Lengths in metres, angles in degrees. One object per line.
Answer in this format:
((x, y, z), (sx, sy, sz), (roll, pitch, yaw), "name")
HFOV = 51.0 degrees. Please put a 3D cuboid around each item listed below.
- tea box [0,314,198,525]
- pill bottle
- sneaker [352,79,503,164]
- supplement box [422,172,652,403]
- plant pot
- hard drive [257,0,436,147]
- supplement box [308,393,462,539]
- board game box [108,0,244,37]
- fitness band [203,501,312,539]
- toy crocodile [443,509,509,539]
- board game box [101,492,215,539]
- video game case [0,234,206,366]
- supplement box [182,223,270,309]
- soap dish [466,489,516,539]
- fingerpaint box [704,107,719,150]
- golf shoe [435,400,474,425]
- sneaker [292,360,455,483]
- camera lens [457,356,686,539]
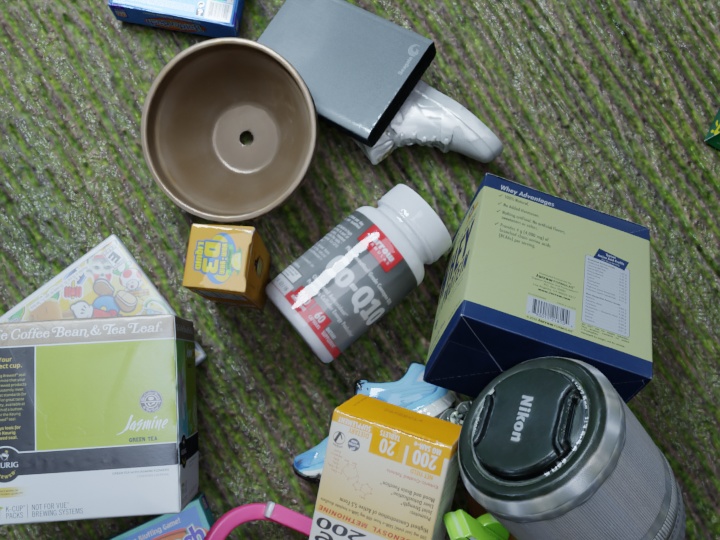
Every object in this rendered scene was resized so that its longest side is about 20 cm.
((-0.279, 0.149, 0.790), (0.198, 0.134, 0.198), (-2, 84, -4), "tea box")
((0.000, 0.000, 0.860), (0.200, 0.114, 0.114), (-41, 87, -7), "pill bottle")
((0.063, -0.161, 0.910), (0.199, 0.074, 0.116), (35, 83, 11), "sneaker")
((0.193, 0.035, 0.820), (0.199, 0.135, 0.201), (18, 52, -2), "supplement box")
((-0.141, -0.156, 0.870), (0.199, 0.093, 0.203), (0, 94, 7), "plant pot")
((-0.029, -0.247, 0.895), (0.199, 0.033, 0.140), (31, 82, 21), "hard drive")
((0.023, 0.243, 0.763), (0.125, 0.073, 0.202), (14, 99, 19), "supplement box")
((-0.209, -0.395, 0.921), (0.151, 0.045, 0.202), (10, 83, -2), "board game box")
((-0.084, 0.341, 0.825), (0.199, 0.037, 0.144), (29, 67, -11), "fitness band")
((0.151, 0.302, 0.756), (0.200, 0.068, 0.062), (39, 102, -27), "toy crocodile")
((-0.208, 0.373, 0.834), (0.151, 0.045, 0.201), (-24, 85, -7), "board game box")
((-0.311, 0.089, 0.873), (0.200, 0.023, 0.182), (-38, 87, -8), "video game case")
((-0.137, -0.001, 0.807), (0.068, 0.200, 0.067), (7, 82, -3), "supplement box")
((0.209, 0.319, 0.852), (0.156, 0.081, 0.202), (-7, 85, -5), "soap dish")
((0.564, -0.194, 0.945), (0.199, 0.073, 0.168), (28, 83, -1), "fingerpaint box")
((0.141, 0.180, 0.858), (0.199, 0.088, 0.078), (3, 65, -37), "golf shoe")
((0.008, 0.175, 0.872), (0.199, 0.079, 0.090), (-29, 67, -10), "sneaker")
((0.199, 0.192, 0.711), (0.160, 0.160, 0.200), (-48, 120, -8), "camera lens")
